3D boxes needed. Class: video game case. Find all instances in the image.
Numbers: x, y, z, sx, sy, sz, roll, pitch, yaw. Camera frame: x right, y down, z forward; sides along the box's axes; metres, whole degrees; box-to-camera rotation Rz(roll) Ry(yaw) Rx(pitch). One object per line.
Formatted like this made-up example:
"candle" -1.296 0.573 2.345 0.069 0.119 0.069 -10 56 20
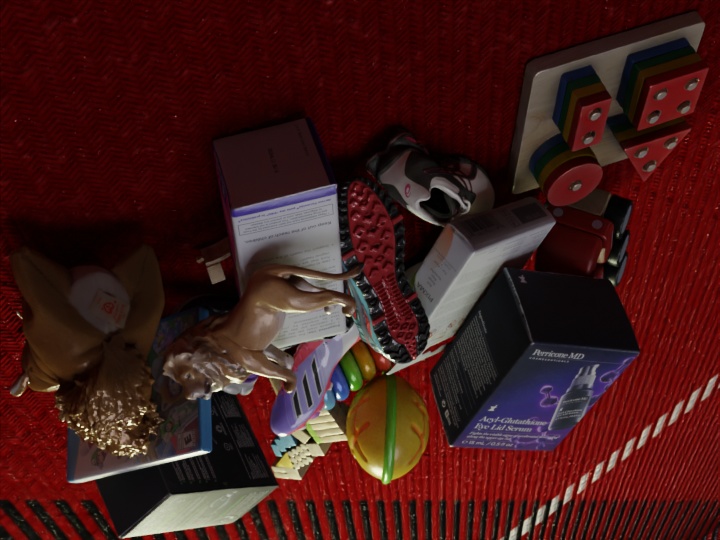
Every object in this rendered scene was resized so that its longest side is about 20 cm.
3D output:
"video game case" -0.229 0.129 1.177 0.198 0.145 0.018 -18 157 34

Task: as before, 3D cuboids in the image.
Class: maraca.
"maraca" 0.034 0.194 1.492 0.105 0.200 0.139 6 104 -3

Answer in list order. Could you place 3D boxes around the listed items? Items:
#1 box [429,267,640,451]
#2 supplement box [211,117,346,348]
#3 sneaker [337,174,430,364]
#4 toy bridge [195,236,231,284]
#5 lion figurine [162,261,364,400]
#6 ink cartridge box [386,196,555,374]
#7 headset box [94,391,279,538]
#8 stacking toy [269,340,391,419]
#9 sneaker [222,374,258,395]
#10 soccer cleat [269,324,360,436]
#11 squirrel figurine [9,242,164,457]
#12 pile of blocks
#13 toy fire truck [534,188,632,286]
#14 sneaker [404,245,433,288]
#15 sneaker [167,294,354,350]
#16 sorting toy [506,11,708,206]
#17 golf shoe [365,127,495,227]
"box" 0.189 0.103 1.288 0.146 0.105 0.201 5 138 -24
"supplement box" -0.075 -0.029 1.113 0.102 0.102 0.202 -14 137 -8
"sneaker" 0.000 0.000 1.186 0.079 0.095 0.203 -25 109 -28
"toy bridge" -0.077 -0.044 1.200 0.197 0.027 0.068 -20 146 -8
"lion figurine" -0.093 0.046 1.067 0.121 0.073 0.201 26 115 -19
"ink cartridge box" 0.110 0.015 1.266 0.161 0.050 0.201 -19 151 -46
"headset box" -0.214 0.194 1.291 0.093 0.175 0.199 -40 155 23
"stacking toy" -0.013 0.117 1.445 0.198 0.086 0.086 -27 150 -8
"sneaker" -0.177 0.082 1.294 0.084 0.081 0.199 -55 149 15
"soccer cleat" -0.055 0.099 1.351 0.076 0.067 0.201 36 90 -35
"squirrel figurine" -0.270 0.090 1.106 0.140 0.202 0.186 -11 161 -39
"pile of blocks" -0.071 0.215 1.578 0.200 0.082 0.062 -47 -174 46
"toy fire truck" 0.224 0.015 1.354 0.202 0.127 0.177 -63 160 -23
"sneaker" 0.106 -0.017 1.346 0.199 0.082 0.073 -24 122 -41
"sneaker" -0.097 0.046 1.229 0.145 0.078 0.201 -19 171 38
"sorting toy" 0.269 -0.157 1.236 0.197 0.070 0.200 -18 148 -12
"golf shoe" 0.085 -0.075 1.209 0.077 0.089 0.199 -47 145 22
